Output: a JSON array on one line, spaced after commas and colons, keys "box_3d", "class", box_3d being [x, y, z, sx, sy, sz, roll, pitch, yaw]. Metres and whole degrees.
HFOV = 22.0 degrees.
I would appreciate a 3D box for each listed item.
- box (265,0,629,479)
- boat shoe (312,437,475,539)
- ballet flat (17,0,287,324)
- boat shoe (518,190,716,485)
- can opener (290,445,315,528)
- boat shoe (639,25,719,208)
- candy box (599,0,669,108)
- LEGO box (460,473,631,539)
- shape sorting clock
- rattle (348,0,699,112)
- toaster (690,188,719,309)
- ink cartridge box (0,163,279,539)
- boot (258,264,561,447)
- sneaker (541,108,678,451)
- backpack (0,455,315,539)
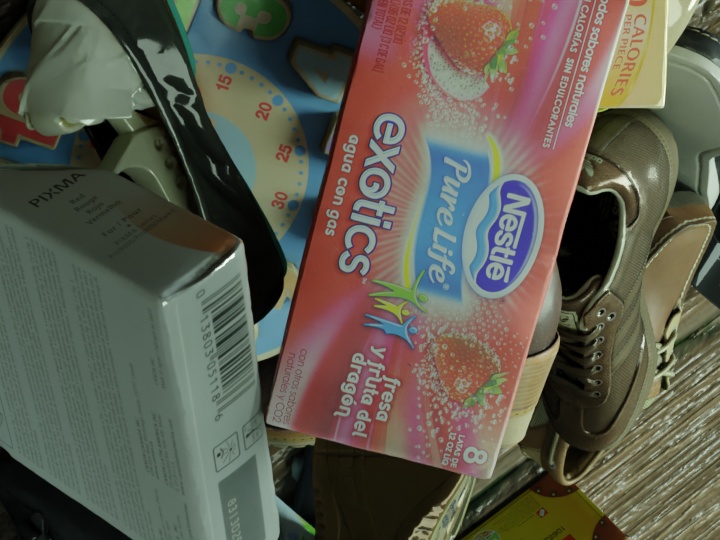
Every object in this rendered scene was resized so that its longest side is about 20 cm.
[{"box_3d": [0.032, -0.034, 0.740, 0.094, 0.103, 0.202, 14, 104, -2], "class": "box"}, {"box_3d": [0.012, 0.109, 0.858, 0.063, 0.073, 0.202, 21, 86, -80], "class": "boat shoe"}, {"box_3d": [-0.091, -0.057, 0.746, 0.068, 0.068, 0.201, -41, 112, -39], "class": "ballet flat"}, {"box_3d": [0.146, 0.043, 1.035, 0.075, 0.074, 0.201, -10, 143, -35], "class": "boat shoe"}, {"box_3d": [-0.003, 0.090, 1.011, 0.063, 0.079, 0.201, 10, 118, 2], "class": "can opener"}, {"box_3d": [0.175, -0.088, 0.960, 0.061, 0.074, 0.200, -59, 161, -9], "class": "boat shoe"}, {"box_3d": [0.073, -0.171, 0.782, 0.114, 0.055, 0.202, 0, 105, 4], "class": "candy box"}, {"box_3d": [0.085, 0.244, 1.171, 0.199, 0.077, 0.149, -35, 136, -11], "class": "LEGO box"}, {"box_3d": [-0.074, -0.044, 0.816, 0.198, 0.039, 0.202, -2, 113, -5], "class": "shape sorting clock"}, {"box_3d": [0.107, -0.181, 0.844, 0.142, 0.131, 0.200, 30, 128, -10], "class": "rattle"}, {"box_3d": [0.281, -0.050, 1.067, 0.129, 0.113, 0.201, -1, 123, -55], "class": "toaster"}, {"box_3d": [-0.122, 0.024, 0.766, 0.050, 0.199, 0.163, -35, 138, -32], "class": "ink cartridge box"}, {"box_3d": [0.000, 0.000, 0.894, 0.198, 0.072, 0.168, 4, 114, 0], "class": "boot"}, {"box_3d": [0.110, 0.015, 0.949, 0.075, 0.070, 0.201, -31, 133, -44], "class": "sneaker"}, {"box_3d": [-0.078, 0.166, 0.930, 0.154, 0.163, 0.201, -38, 141, -32], "class": "backpack"}]
